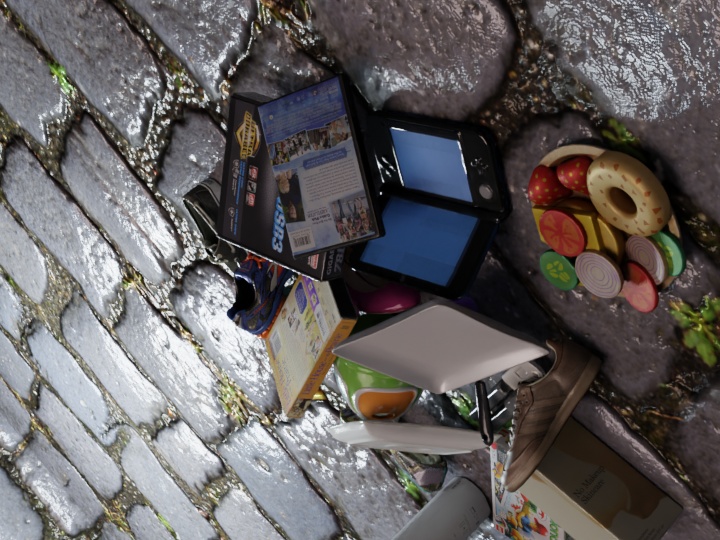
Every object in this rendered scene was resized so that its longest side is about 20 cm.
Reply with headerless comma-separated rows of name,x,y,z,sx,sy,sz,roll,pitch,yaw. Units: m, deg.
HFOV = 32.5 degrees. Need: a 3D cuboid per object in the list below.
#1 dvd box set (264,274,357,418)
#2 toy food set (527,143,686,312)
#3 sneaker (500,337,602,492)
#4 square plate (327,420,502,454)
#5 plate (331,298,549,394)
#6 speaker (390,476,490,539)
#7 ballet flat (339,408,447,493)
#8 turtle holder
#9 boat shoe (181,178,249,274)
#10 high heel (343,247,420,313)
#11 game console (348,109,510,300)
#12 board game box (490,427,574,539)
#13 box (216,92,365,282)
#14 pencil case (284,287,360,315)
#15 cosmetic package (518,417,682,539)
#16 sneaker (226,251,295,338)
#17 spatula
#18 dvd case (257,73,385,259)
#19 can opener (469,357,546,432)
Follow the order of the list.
dvd box set,-0.071,0.084,1.703,0.200,0.029,0.147,-61,33,34
toy food set,0.262,-0.046,1.333,0.199,0.049,0.199,10,130,46
sneaker,0.216,0.174,1.515,0.075,0.200,0.070,33,-172,12
square plate,0.071,0.235,1.727,0.198,0.199,0.029,147,130,-70
plate,0.099,0.090,1.537,0.199,0.032,0.199,23,146,-36
speaker,0.104,0.400,1.843,0.081,0.200,0.081,32,143,28
ballet flat,0.057,0.257,1.901,0.200,0.072,0.072,36,146,22
turtle holder,0.019,0.126,1.709,0.185,0.140,0.132,38,132,46
boat shoe,-0.215,-0.042,1.927,0.071,0.064,0.201,-5,118,54
high heel,0.000,0.000,1.701,0.199,0.067,0.097,10,121,42
game console,0.066,-0.082,1.479,0.199,0.118,0.171,16,135,42
board game box,0.245,0.324,1.745,0.126,0.035,0.201,26,141,34
box,-0.095,-0.110,1.589,0.198,0.050,0.201,24,114,36
pencil case,-0.086,0.065,1.844,0.200,0.092,0.085,9,127,49
cosmetic package,0.296,0.285,1.577,0.200,0.105,0.071,39,145,17
sneaker,-0.141,-0.002,1.792,0.075,0.078,0.201,9,87,48
spatula,0.150,0.134,1.625,0.056,0.020,0.201,-7,99,49
dvd case,-0.049,-0.124,1.507,0.142,0.018,0.201,-14,90,38
can opener,0.192,0.170,1.634,0.053,0.066,0.200,45,153,6
